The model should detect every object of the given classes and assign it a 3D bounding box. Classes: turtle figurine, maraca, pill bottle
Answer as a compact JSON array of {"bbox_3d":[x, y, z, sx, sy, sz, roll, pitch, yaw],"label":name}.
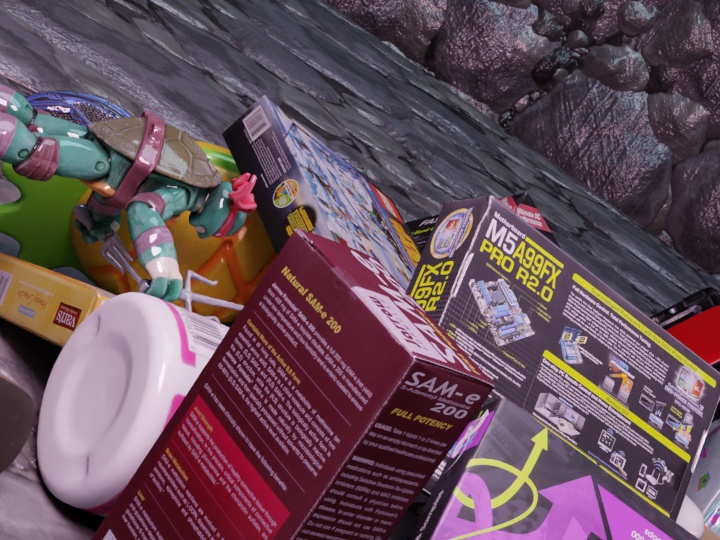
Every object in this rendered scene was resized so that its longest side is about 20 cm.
[{"bbox_3d":[-0.138,-0.044,1.071,0.200,0.101,0.150,26,-3,-18],"label":"turtle figurine"},{"bbox_3d":[-0.131,-0.028,1.191,0.200,0.137,0.107,13,37,-11],"label":"maraca"},{"bbox_3d":[-0.060,0.096,1.003,0.200,0.113,0.113,25,16,-34],"label":"pill bottle"}]

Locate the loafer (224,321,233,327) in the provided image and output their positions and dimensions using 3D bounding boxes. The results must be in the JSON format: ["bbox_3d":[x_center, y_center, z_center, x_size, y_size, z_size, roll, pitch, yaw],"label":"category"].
[{"bbox_3d":[-0.082,0.015,1.319,0.200,0.071,0.073,23,17,-38],"label":"loafer"}]

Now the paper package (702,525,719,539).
[{"bbox_3d":[0.157,0.201,1.175,0.191,0.104,0.200,40,15,27],"label":"paper package"}]

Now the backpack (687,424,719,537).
[{"bbox_3d":[0.284,0.181,1.355,0.127,0.200,0.167,37,-7,4],"label":"backpack"}]

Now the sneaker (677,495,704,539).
[{"bbox_3d":[0.133,0.084,1.121,0.200,0.089,0.075,38,12,12],"label":"sneaker"}]

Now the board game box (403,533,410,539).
[{"bbox_3d":[0.098,0.231,0.974,0.200,0.034,0.135,31,37,-15],"label":"board game box"}]

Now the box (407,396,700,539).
[{"bbox_3d":[0.078,0.181,0.914,0.143,0.200,0.036,36,-31,-10],"label":"box"}]

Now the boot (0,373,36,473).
[{"bbox_3d":[-0.232,0.056,0.845,0.075,0.074,0.200,32,12,36],"label":"boot"}]

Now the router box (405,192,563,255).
[{"bbox_3d":[0.065,0.040,1.251,0.062,0.200,0.150,-46,112,-37],"label":"router box"}]

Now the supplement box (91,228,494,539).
[{"bbox_3d":[-0.038,0.095,0.869,0.061,0.200,0.109,20,20,-44],"label":"supplement box"}]

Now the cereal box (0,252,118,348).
[{"bbox_3d":[-0.109,0.050,1.114,0.200,0.040,0.144,24,-5,-35],"label":"cereal box"}]

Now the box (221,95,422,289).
[{"bbox_3d":[0.000,0.000,1.104,0.137,0.040,0.200,37,19,-42],"label":"box"}]

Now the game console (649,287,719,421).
[{"bbox_3d":[0.185,0.110,1.308,0.172,0.200,0.119,56,9,-41],"label":"game console"}]

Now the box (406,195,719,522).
[{"bbox_3d":[0.098,0.080,1.023,0.200,0.160,0.044,35,-24,-28],"label":"box"}]

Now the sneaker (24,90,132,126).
[{"bbox_3d":[-0.174,-0.064,1.380,0.200,0.075,0.078,33,17,1],"label":"sneaker"}]
